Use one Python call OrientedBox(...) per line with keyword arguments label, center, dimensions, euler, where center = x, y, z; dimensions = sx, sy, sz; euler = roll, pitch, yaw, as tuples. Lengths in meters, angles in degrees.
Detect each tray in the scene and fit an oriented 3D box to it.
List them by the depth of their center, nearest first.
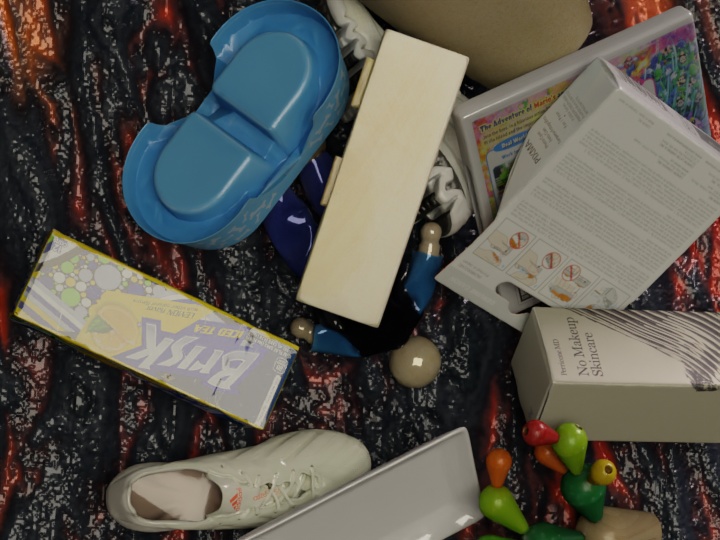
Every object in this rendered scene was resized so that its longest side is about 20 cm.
OrientedBox(label="tray", center=(-0.005, 0.187, 1.609), dimensions=(0.199, 0.022, 0.108), euler=(-26, 136, -13))

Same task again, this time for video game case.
OrientedBox(label="video game case", center=(0.174, -0.081, 1.635), dimensions=(0.199, 0.024, 0.183), euler=(-25, 124, -14))

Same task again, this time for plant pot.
OrientedBox(label="plant pot", center=(0.077, -0.232, 1.603), dimensions=(0.187, 0.187, 0.200), euler=(-45, 113, -11))

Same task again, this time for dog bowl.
OrientedBox(label="dog bowl", center=(-0.086, -0.101, 1.584), dimensions=(0.111, 0.050, 0.200), euler=(36, 87, 29))

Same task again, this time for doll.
OrientedBox(label="doll", center=(0.000, 0.000, 1.623), dimensions=(0.136, 0.048, 0.200), euler=(-31, 96, 6))

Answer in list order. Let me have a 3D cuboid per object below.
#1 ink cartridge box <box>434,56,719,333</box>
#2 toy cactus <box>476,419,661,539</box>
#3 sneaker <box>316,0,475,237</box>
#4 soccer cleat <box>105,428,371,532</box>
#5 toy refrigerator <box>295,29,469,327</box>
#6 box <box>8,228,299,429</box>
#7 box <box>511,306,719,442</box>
OrientedBox(label="ink cartridge box", center=(0.168, -0.042, 1.621), dimensions=(0.160, 0.047, 0.200), euler=(30, 114, -36))
OrientedBox(label="toy cactus", center=(0.159, 0.201, 1.623), dimensions=(0.164, 0.102, 0.201), euler=(-2, 105, -34))
OrientedBox(label="sneaker", center=(0.034, -0.125, 1.636), dimensions=(0.081, 0.075, 0.200), euler=(-35, 97, -26))
OrientedBox(label="soccer cleat", center=(-0.084, 0.159, 1.586), dimensions=(0.199, 0.078, 0.070), euler=(-8, 89, -13))
OrientedBox(label="toy refrigerator", center=(0.012, -0.067, 1.555), dimensions=(0.070, 0.076, 0.201), euler=(19, 95, -2))
OrientedBox(label="box", center=(-0.150, 0.045, 1.584), dimensions=(0.199, 0.064, 0.070), euler=(26, 82, -10))
OrientedBox(label="box", center=(0.221, 0.079, 1.645), dimensions=(0.199, 0.069, 0.082), euler=(1, 46, -15))
